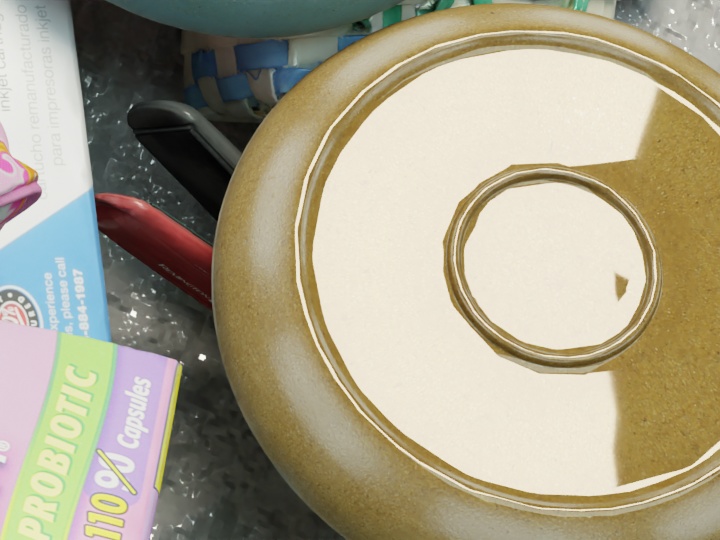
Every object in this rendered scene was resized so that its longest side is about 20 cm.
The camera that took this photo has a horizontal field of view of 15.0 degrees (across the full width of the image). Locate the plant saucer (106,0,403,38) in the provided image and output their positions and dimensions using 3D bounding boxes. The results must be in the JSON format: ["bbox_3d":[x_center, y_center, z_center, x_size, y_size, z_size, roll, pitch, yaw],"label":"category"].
[{"bbox_3d":[-0.031,-0.171,0.824,0.200,0.027,0.201,0,89,-15],"label":"plant saucer"}]

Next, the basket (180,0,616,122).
[{"bbox_3d":[0.015,-0.147,0.923,0.176,0.139,0.201,-2,85,-24],"label":"basket"}]

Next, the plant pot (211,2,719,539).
[{"bbox_3d":[0.056,0.002,0.817,0.199,0.028,0.201,4,64,-8],"label":"plant pot"}]

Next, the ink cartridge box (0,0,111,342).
[{"bbox_3d":[-0.185,-0.007,0.825,0.200,0.086,0.147,-2,75,-26],"label":"ink cartridge box"}]

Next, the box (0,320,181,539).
[{"bbox_3d":[-0.118,0.140,0.708,0.096,0.200,0.176,12,45,-4],"label":"box"}]

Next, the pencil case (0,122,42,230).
[{"bbox_3d":[-0.173,-0.078,0.759,0.087,0.087,0.200,-35,87,-28],"label":"pencil case"}]

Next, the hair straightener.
[{"bbox_3d":[0.000,0.000,0.906,0.200,0.041,0.077,35,67,-28],"label":"hair straightener"}]
